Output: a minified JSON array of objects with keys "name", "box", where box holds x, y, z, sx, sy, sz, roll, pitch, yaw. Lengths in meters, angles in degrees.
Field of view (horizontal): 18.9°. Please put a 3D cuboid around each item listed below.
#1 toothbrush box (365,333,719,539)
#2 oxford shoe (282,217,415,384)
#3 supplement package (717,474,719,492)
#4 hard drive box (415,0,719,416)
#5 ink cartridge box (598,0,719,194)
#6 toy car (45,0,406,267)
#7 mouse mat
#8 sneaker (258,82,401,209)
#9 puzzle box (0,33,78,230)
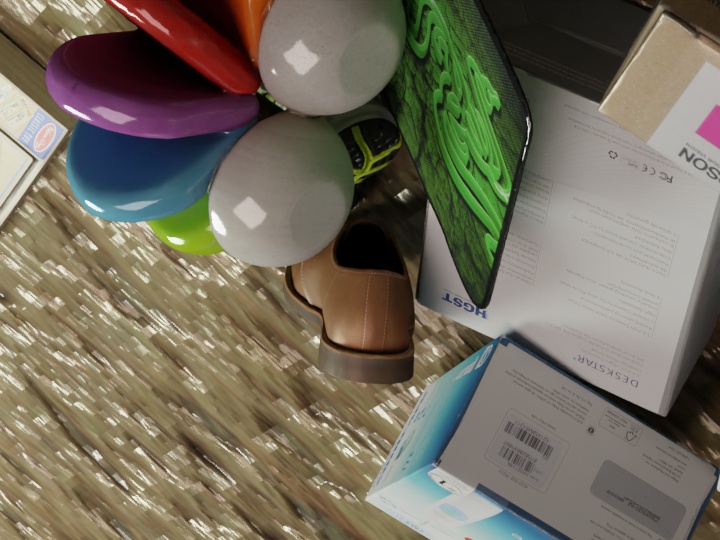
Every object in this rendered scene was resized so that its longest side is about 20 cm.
[{"name":"toothbrush box","box":[0.099,0.124,1.240,0.146,0.086,0.200,31,166,-4]},{"name":"oxford shoe","box":[0.000,0.000,1.211,0.071,0.200,0.072,2,105,-12]},{"name":"supplement package","box":[0.259,0.029,1.041,0.119,0.122,0.201,22,140,17]},{"name":"hard drive box","box":[0.118,-0.040,1.116,0.155,0.077,0.201,25,141,15]},{"name":"ink cartridge box","box":[0.223,-0.082,0.915,0.199,0.165,0.075,35,143,2]},{"name":"toy car","box":[-0.086,-0.104,1.088,0.175,0.149,0.201,36,115,39]},{"name":"mouse mat","box":[0.036,-0.100,1.058,0.161,0.007,0.201,100,152,-54]},{"name":"sneaker","box":[-0.036,-0.072,1.225,0.200,0.075,0.077,-37,68,59]},{"name":"puzzle box","box":[-0.266,-0.094,1.403,0.133,0.025,0.200,39,143,-5]}]
